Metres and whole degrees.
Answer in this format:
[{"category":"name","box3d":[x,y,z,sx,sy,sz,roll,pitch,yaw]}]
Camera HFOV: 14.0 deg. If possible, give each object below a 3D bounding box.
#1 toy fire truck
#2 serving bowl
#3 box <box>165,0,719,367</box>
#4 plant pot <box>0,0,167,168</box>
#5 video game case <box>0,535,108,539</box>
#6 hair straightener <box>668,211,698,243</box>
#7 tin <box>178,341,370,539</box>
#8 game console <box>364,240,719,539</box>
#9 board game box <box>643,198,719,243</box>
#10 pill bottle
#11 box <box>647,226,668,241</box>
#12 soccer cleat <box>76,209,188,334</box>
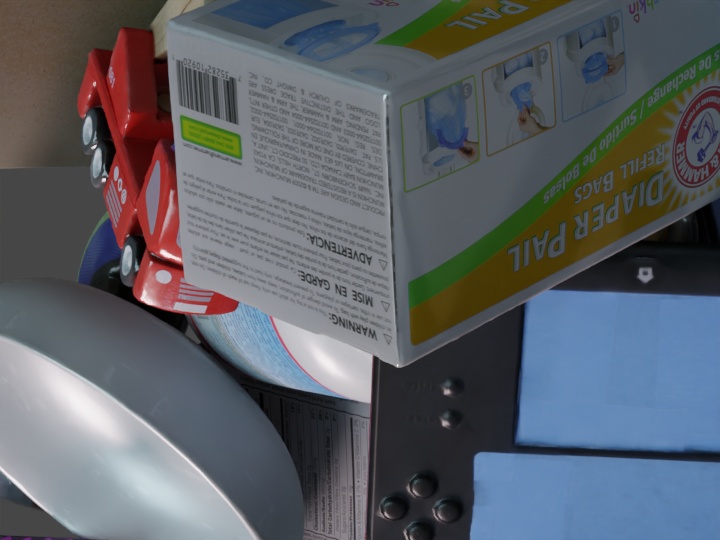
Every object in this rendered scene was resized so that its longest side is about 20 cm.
[{"category":"toy fire truck","box3d":[-0.073,-0.094,1.214,0.200,0.049,0.141,-111,34,-49]},{"category":"serving bowl","box3d":[-0.101,0.069,1.336,0.200,0.066,0.200,31,156,16]},{"category":"box","box3d":[0.041,-0.060,1.055,0.112,0.200,0.102,20,124,39]},{"category":"plant pot","box3d":[-0.168,-0.172,1.336,0.200,0.200,0.178,36,114,31]},{"category":"video game case","box3d":[-0.153,0.207,1.483,0.199,0.036,0.182,-3,129,45]},{"category":"hair straightener","box3d":[0.120,0.054,1.156,0.077,0.041,0.201,3,121,0]},{"category":"tin","box3d":[-0.014,0.087,1.365,0.199,0.042,0.113,13,107,42]},{"category":"game console","box3d":[0.102,0.069,1.124,0.199,0.031,0.178,2,121,0]},{"category":"board game box","box3d":[0.105,-0.018,1.215,0.135,0.035,0.201,-11,94,46]},{"category":"pill bottle","box3d":[0.000,0.000,1.224,0.200,0.108,0.109,-175,72,-70]},{"category":"box","box3d":[0.092,-0.133,1.137,0.163,0.021,0.201,41,133,28]},{"category":"soccer cleat","box3d":[-0.120,0.039,1.448,0.200,0.064,0.084,114,167,-47]}]
